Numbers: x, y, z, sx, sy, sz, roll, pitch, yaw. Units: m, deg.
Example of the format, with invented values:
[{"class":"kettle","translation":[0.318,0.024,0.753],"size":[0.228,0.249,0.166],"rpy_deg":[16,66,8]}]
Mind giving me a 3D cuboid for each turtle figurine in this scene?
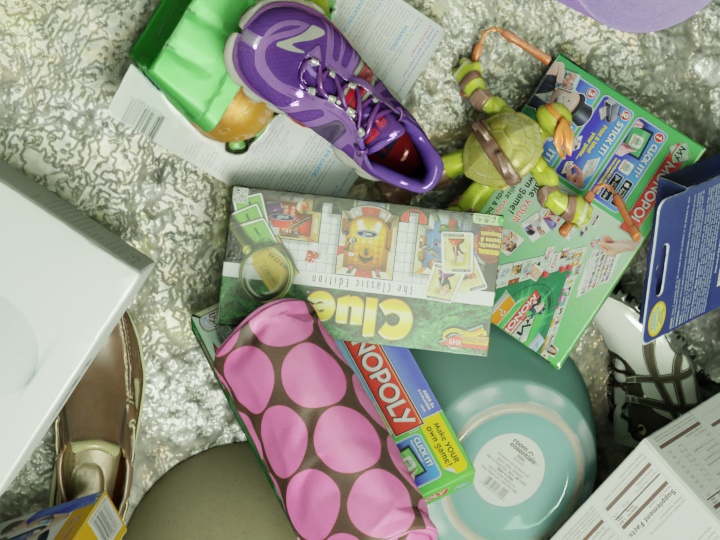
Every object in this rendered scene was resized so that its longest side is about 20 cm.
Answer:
[{"class":"turtle figurine","translation":[0.103,-0.072,1.507],"size":[0.161,0.064,0.200],"rpy_deg":[-36,77,8]}]

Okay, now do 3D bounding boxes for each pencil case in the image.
[{"class":"pencil case","translation":[-0.031,0.123,1.409],"size":[0.091,0.200,0.094],"rpy_deg":[-1,147,-48]}]

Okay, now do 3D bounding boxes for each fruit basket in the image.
[{"class":"fruit basket","translation":[-0.061,-0.148,1.484],"size":[0.200,0.094,0.186],"rpy_deg":[29,95,-34]}]

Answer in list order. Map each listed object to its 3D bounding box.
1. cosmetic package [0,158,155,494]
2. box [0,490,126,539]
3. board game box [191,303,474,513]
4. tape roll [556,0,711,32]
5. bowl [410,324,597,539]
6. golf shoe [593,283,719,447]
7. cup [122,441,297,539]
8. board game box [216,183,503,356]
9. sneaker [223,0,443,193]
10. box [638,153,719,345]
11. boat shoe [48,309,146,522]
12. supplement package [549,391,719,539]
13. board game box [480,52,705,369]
[{"class":"cosmetic package","translation":[-0.282,0.025,1.413],"size":[0.200,0.123,0.200],"rpy_deg":[34,93,-3]},{"class":"box","translation":[-0.275,0.226,1.452],"size":[0.199,0.119,0.042],"rpy_deg":[-17,109,21]},{"class":"board game box","translation":[-0.022,0.094,1.491],"size":[0.134,0.029,0.200],"rpy_deg":[-24,68,-13]},{"class":"tape roll","translation":[0.206,-0.278,1.481],"size":[0.200,0.066,0.201],"rpy_deg":[-17,122,-29]},{"class":"bowl","translation":[0.102,0.145,1.568],"size":[0.200,0.105,0.202],"rpy_deg":[-3,104,-14]},{"class":"golf shoe","translation":[0.224,0.090,1.601],"size":[0.094,0.078,0.200],"rpy_deg":[-43,107,-1]},{"class":"cup","translation":[-0.073,0.245,1.526],"size":[0.199,0.143,0.201],"rpy_deg":[-3,103,-14]},{"class":"board game box","translation":[0.000,0.000,1.475],"size":[0.199,0.023,0.105],"rpy_deg":[6,96,-1]},{"class":"sneaker","translation":[-0.009,-0.121,1.419],"size":[0.200,0.083,0.081],"rpy_deg":[34,92,-37]},{"class":"box","translation":[0.268,-0.027,1.546],"size":[0.200,0.032,0.122],"rpy_deg":[-22,125,-44]},{"class":"boat shoe","translation":[-0.192,0.117,1.502],"size":[0.074,0.075,0.203],"rpy_deg":[-2,103,-14]},{"class":"supplement package","translation":[0.228,0.206,1.532],"size":[0.111,0.156,0.200],"rpy_deg":[48,126,16]},{"class":"board game box","translation":[0.151,-0.045,1.549],"size":[0.134,0.029,0.200],"rpy_deg":[34,93,7]}]
